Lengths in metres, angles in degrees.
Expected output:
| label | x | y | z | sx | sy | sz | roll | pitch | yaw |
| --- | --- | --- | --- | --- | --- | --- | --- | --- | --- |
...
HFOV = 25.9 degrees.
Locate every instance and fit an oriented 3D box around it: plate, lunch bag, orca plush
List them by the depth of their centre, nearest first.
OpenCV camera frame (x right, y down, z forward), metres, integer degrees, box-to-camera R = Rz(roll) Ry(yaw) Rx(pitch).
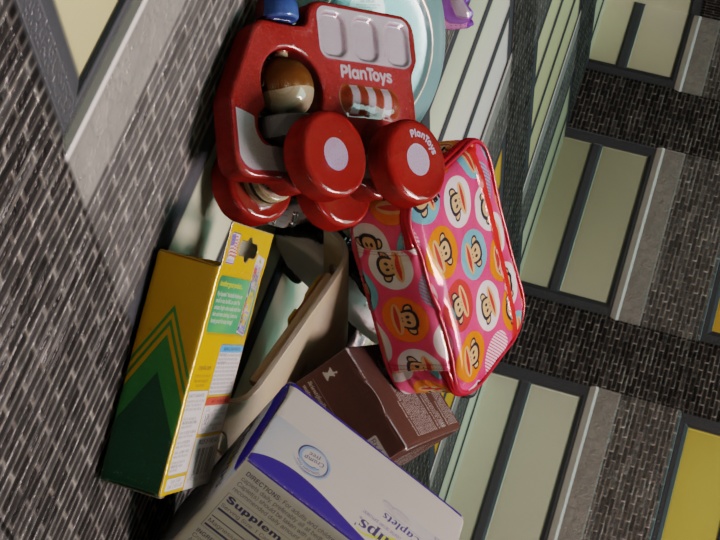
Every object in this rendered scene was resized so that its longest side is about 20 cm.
| label | x | y | z | sx | sy | sz | roll | pitch | yaw |
| --- | --- | --- | --- | --- | --- | --- | --- | --- | --- |
| plate | 0.004 | -0.180 | 1.283 | 0.199 | 0.025 | 0.202 | -15 | 113 | -38 |
| lunch bag | 0.075 | -0.009 | 1.351 | 0.176 | 0.081 | 0.202 | -44 | 125 | -48 |
| orca plush | 0.000 | 0.000 | 1.458 | 0.105 | 0.200 | 0.071 | -6 | -131 | 57 |

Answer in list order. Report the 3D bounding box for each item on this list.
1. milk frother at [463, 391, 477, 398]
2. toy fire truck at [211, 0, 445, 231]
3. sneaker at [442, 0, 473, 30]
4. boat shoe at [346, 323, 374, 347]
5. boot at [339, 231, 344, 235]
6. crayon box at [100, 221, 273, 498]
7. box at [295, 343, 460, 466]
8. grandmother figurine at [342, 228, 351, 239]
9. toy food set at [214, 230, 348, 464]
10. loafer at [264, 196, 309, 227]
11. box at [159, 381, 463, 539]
| label | x | y | z | sx | sy | sz | roll | pitch | yaw |
| --- | --- | --- | --- | --- | --- | --- | --- | --- | --- |
| milk frother | 0.049 | 0.066 | 1.882 | 0.200 | 0.179 | 0.190 | 16 | -89 | 58 |
| toy fire truck | -0.031 | -0.125 | 1.194 | 0.199 | 0.112 | 0.170 | 2 | 78 | -43 |
| sneaker | 0.108 | -0.344 | 1.697 | 0.081 | 0.088 | 0.202 | 56 | 48 | -73 |
| boat shoe | -0.026 | 0.097 | 1.657 | 0.201 | 0.065 | 0.072 | -56 | -152 | -6 |
| boot | 0.003 | -0.139 | 1.490 | 0.154 | 0.073 | 0.205 | 81 | 24 | -57 |
| crayon box | -0.126 | 0.060 | 1.159 | 0.126 | 0.051 | 0.202 | 17 | 88 | -79 |
| box | 0.015 | 0.124 | 1.381 | 0.075 | 0.101 | 0.200 | -34 | 170 | 12 |
| grandmother figurine | 0.025 | -0.121 | 1.380 | 0.121 | 0.060 | 0.202 | 22 | 77 | -40 |
| toy food set | -0.073 | 0.071 | 1.339 | 0.201 | 0.060 | 0.144 | -55 | 163 | -29 |
| loafer | -0.054 | -0.070 | 1.313 | 0.200 | 0.062 | 0.073 | -19 | 125 | -77 |
| box | -0.050 | 0.225 | 1.237 | 0.200 | 0.183 | 0.105 | -48 | -174 | 36 |
